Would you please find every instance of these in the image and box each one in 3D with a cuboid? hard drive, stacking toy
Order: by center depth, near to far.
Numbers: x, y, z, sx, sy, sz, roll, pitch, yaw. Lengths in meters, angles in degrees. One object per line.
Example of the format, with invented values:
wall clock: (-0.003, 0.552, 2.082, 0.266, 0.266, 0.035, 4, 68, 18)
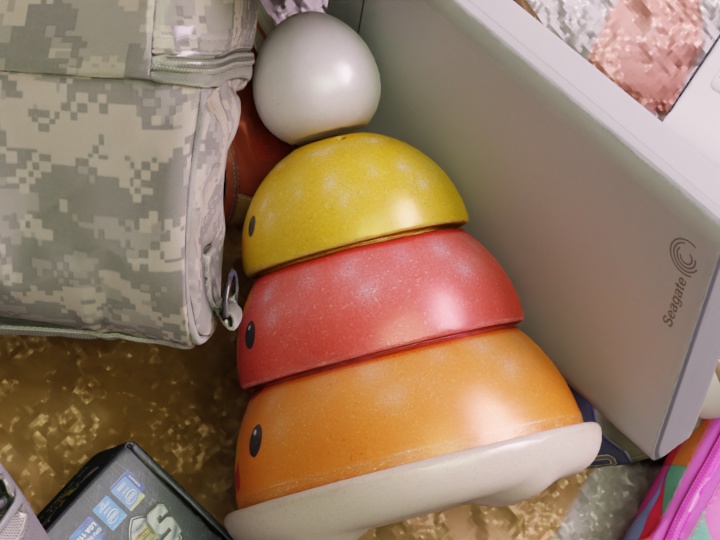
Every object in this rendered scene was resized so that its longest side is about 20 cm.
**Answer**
hard drive: (0.060, -0.035, 1.110, 0.027, 0.132, 0.200, -32, 61, -32)
stacking toy: (0.000, 0.000, 1.112, 0.146, 0.146, 0.200, -12, 83, -22)

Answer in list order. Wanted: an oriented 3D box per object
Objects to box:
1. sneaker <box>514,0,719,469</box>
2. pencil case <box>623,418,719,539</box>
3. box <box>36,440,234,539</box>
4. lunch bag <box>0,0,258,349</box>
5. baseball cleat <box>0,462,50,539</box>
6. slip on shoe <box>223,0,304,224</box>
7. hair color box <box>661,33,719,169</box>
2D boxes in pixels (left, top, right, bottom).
sneaker: (0.073, -0.010, 1.190, 0.090, 0.067, 0.200, -30, 71, 10)
pencil case: (0.158, 0.096, 1.195, 0.088, 0.088, 0.200, 36, 68, -11)
box: (-0.102, 0.188, 1.101, 0.158, 0.051, 0.200, 47, 69, -9)
lunch bag: (-0.139, -0.058, 1.064, 0.200, 0.139, 0.168, 4, 94, 3)
baseball cleat: (-0.154, 0.059, 1.013, 0.200, 0.106, 0.070, 45, 41, -18)
slip on shoe: (-0.083, -0.104, 1.151, 0.061, 0.074, 0.200, -36, 99, -19)
hair color box: (0.221, -0.030, 1.170, 0.200, 0.061, 0.100, 34, 75, 5)
